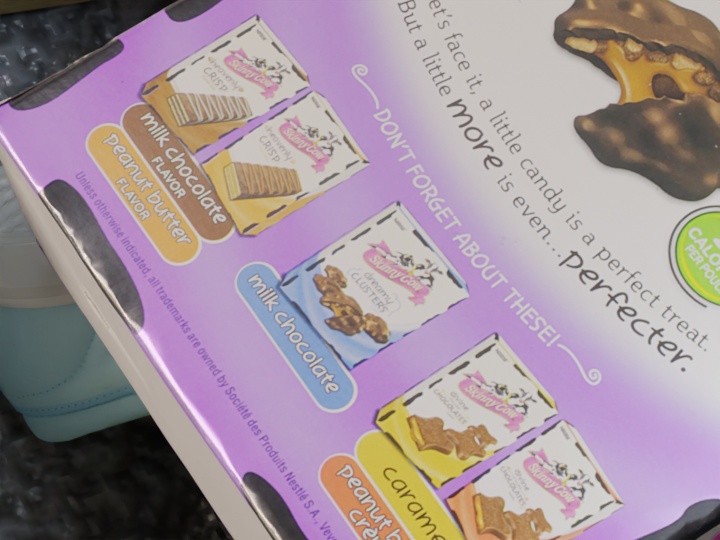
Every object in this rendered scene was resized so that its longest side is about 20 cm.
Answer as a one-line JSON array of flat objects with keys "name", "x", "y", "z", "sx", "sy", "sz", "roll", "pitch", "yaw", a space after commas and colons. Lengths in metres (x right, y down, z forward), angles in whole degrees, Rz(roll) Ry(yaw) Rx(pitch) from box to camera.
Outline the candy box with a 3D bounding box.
[{"name": "candy box", "x": 0.048, "y": -0.010, "z": 0.654, "sx": 0.200, "sy": 0.072, "sz": 0.168, "roll": -31, "pitch": 67, "yaw": -10}]

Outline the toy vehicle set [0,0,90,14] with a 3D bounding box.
[{"name": "toy vehicle set", "x": -0.172, "y": -0.119, "z": 0.811, "sx": 0.200, "sy": 0.027, "sz": 0.124, "roll": -12, "pitch": 65, "yaw": -28}]

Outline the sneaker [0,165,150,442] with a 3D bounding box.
[{"name": "sneaker", "x": 0.000, "y": 0.000, "z": 0.751, "sx": 0.200, "sy": 0.082, "sz": 0.074, "roll": -7, "pitch": 31, "yaw": 4}]
